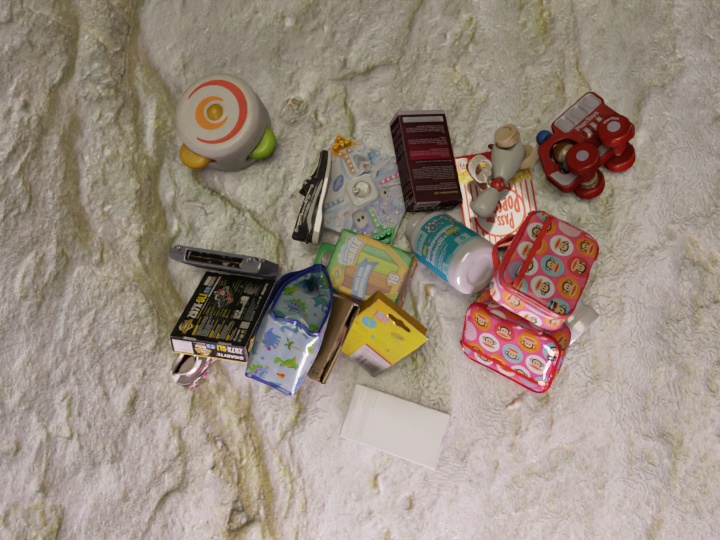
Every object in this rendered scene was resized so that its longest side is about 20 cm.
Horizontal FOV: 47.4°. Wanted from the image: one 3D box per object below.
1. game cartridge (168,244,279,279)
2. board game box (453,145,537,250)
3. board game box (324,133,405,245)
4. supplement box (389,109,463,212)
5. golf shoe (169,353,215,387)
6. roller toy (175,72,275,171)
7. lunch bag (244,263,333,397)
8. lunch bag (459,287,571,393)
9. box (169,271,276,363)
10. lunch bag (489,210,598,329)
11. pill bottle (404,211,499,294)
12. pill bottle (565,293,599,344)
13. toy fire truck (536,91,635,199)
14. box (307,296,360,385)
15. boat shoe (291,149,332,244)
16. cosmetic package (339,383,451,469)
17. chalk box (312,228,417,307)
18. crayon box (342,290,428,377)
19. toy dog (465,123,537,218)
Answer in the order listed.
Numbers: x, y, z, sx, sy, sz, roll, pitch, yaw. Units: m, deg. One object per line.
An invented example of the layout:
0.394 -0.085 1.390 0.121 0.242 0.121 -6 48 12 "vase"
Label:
-0.274 -0.016 1.677 0.199 0.133 0.042 9 81 14 "game cartridge"
0.278 -0.142 1.671 0.150 0.046 0.201 -9 80 6 "board game box"
0.003 -0.168 1.709 0.199 0.026 0.201 20 76 10 "board game box"
0.133 -0.224 1.674 0.108 0.061 0.201 -4 75 -19 "supplement box"
-0.312 0.154 1.679 0.077 0.088 0.200 36 84 13 "golf shoe"
-0.291 -0.312 1.725 0.199 0.140 0.184 -15 79 5 "roller toy"
-0.124 0.100 1.534 0.127 0.200 0.171 26 125 0 "lunch bag"
0.292 0.142 1.571 0.199 0.177 0.082 27 47 23 "lunch bag"
-0.268 0.089 1.642 0.159 0.050 0.201 5 41 12 "box"
0.326 -0.008 1.501 0.175 0.082 0.200 29 60 6 "lunch bag"
0.171 -0.044 1.607 0.111 0.111 0.200 -49 44 -2 "pill bottle"
0.358 0.049 1.595 0.116 0.116 0.200 -44 78 -1 "pill bottle"
0.445 -0.253 1.649 0.200 0.112 0.168 -41 54 -1 "toy fire truck"
-0.080 0.126 1.608 0.021 0.200 0.164 27 84 -24 "box"
-0.096 -0.152 1.665 0.060 0.074 0.201 9 83 2 "boat shoe"
0.071 0.303 1.609 0.199 0.081 0.114 19 84 9 "cosmetic package"
0.000 0.000 1.644 0.199 0.124 0.126 19 83 10 "chalk box"
0.039 0.118 1.574 0.127 0.200 0.051 39 50 -9 "crayon box"
0.257 -0.197 1.608 0.200 0.096 0.132 -39 118 -29 "toy dog"
